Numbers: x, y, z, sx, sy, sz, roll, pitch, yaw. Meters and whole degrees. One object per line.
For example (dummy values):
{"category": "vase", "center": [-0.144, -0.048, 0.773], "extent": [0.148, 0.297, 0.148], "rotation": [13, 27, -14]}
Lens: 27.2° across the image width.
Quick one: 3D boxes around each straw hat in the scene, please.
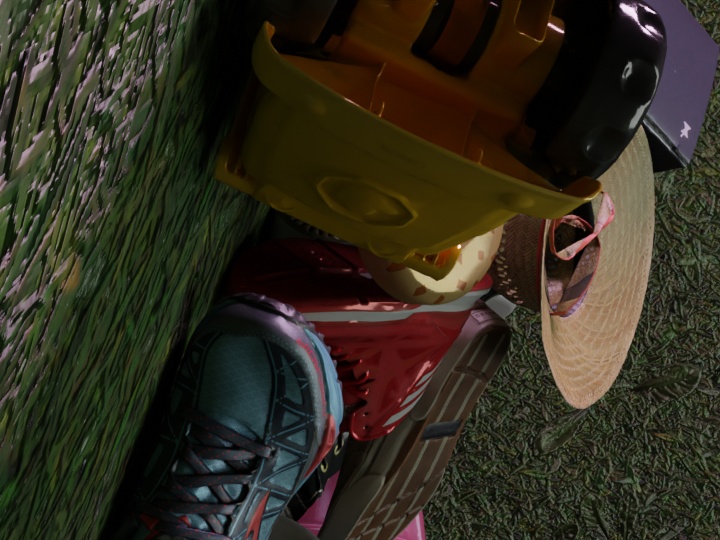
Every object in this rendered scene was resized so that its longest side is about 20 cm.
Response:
{"category": "straw hat", "center": [0.113, -0.018, 0.932], "extent": [0.201, 0.085, 0.203], "rotation": [-26, 120, -58]}

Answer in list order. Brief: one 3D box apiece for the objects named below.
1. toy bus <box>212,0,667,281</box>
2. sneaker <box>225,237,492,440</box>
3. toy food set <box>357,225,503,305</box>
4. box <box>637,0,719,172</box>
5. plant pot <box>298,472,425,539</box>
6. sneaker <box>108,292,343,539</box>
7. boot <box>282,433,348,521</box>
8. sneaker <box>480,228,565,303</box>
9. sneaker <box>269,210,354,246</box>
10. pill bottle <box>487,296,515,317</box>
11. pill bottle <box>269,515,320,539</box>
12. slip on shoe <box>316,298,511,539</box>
{"category": "toy bus", "center": [0.024, -0.099, 0.570], "extent": [0.192, 0.135, 0.201], "rotation": [134, -23, -63]}
{"category": "sneaker", "center": [-0.008, 0.048, 0.808], "extent": [0.199, 0.078, 0.116], "rotation": [-1, 118, -49]}
{"category": "toy food set", "center": [0.043, -0.099, 0.714], "extent": [0.200, 0.048, 0.199], "rotation": [-48, 133, -23]}
{"category": "box", "center": [0.120, -0.137, 1.027], "extent": [0.199, 0.148, 0.105], "rotation": [-8, -128, 45]}
{"category": "plant pot", "center": [-0.027, 0.203, 1.293], "extent": [0.200, 0.198, 0.180], "rotation": [104, -9, -70]}
{"category": "sneaker", "center": [-0.066, 0.107, 0.663], "extent": [0.096, 0.079, 0.201], "rotation": [-61, 171, -63]}
{"category": "boot", "center": [-0.014, 0.100, 1.022], "extent": [0.153, 0.074, 0.204], "rotation": [-33, -176, 0]}
{"category": "sneaker", "center": [0.095, -0.024, 1.039], "extent": [0.089, 0.198, 0.079], "rotation": [-116, -167, -56]}
{"category": "sneaker", "center": [0.000, 0.000, 0.918], "extent": [0.199, 0.071, 0.113], "rotation": [-16, 133, -53]}
{"category": "pill bottle", "center": [0.065, -0.057, 1.243], "extent": [0.113, 0.112, 0.202], "rotation": [104, -19, -71]}
{"category": "pill bottle", "center": [-0.088, 0.248, 0.883], "extent": [0.116, 0.115, 0.201], "rotation": [-66, 176, -61]}
{"category": "slip on shoe", "center": [0.020, 0.099, 0.938], "extent": [0.076, 0.061, 0.201], "rotation": [1, 122, -52]}
